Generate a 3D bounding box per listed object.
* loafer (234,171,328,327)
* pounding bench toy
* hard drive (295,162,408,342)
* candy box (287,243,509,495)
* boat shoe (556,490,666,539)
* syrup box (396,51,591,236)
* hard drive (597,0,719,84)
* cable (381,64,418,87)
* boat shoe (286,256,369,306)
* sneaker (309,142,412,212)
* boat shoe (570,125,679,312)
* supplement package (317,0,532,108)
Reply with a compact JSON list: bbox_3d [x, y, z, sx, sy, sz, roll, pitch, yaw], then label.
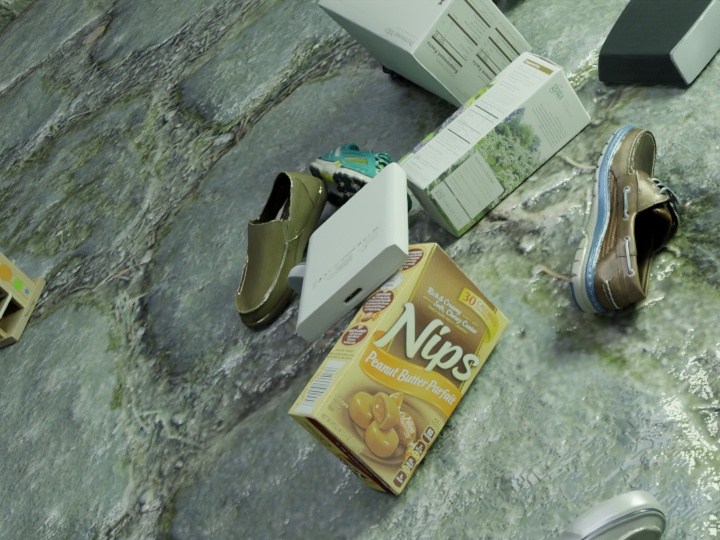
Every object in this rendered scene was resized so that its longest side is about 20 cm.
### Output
[{"bbox_3d":[-0.106,-0.031,1.318,0.076,0.067,0.201,2,67,47],"label":"loafer"},{"bbox_3d":[-0.590,0.054,1.636,0.124,0.156,0.201,-19,39,28],"label":"pounding bench toy"},{"bbox_3d":[-0.006,-0.023,1.113,0.132,0.026,0.200,-41,18,20],"label":"hard drive"},{"bbox_3d":[0.038,0.087,1.016,0.200,0.115,0.055,-54,25,-20],"label":"candy box"},{"bbox_3d":[0.145,0.241,0.781,0.200,0.072,0.066,-40,38,1],"label":"boat shoe"},{"bbox_3d":[0.144,-0.139,1.215,0.200,0.079,0.081,-42,33,-3],"label":"syrup box"},{"bbox_3d":[0.352,-0.286,1.217,0.135,0.042,0.200,15,61,51],"label":"hard drive"},{"bbox_3d":[0.092,-0.324,1.507,0.163,0.051,0.201,-9,46,36],"label":"cable"},{"bbox_3d":[0.000,0.000,1.212,0.200,0.070,0.066,-2,50,53],"label":"boat shoe"},{"bbox_3d":[0.007,-0.113,1.329,0.080,0.078,0.200,-37,32,-12],"label":"sneaker"},{"bbox_3d":[0.253,-0.048,1.021,0.072,0.072,0.201,-2,58,37],"label":"boat shoe"},{"bbox_3d":[0.076,-0.296,1.345,0.111,0.156,0.200,-54,46,2],"label":"supplement package"}]
